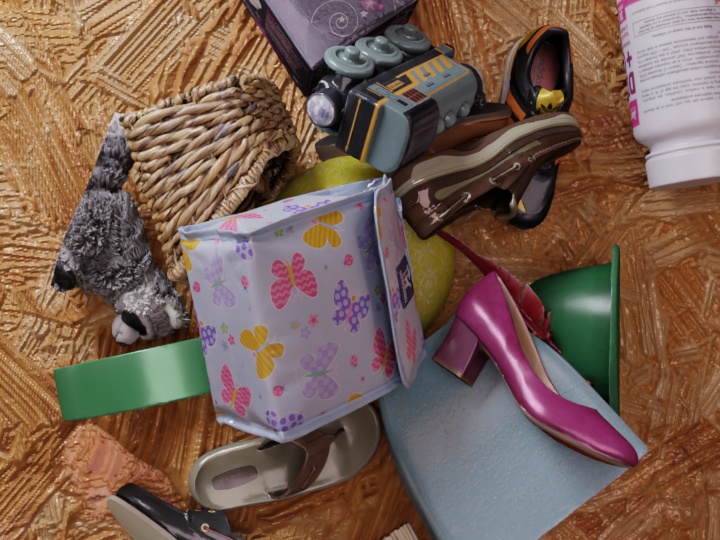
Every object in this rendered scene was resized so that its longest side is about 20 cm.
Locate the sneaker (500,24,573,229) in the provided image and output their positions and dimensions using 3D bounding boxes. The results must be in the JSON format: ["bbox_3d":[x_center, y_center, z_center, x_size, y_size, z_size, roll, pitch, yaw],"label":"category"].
[{"bbox_3d":[0.172,-0.145,1.053,0.069,0.090,0.204,7,86,-6],"label":"sneaker"}]

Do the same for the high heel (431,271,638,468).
[{"bbox_3d":[0.156,0.079,0.875,0.199,0.067,0.097,31,85,26],"label":"high heel"}]

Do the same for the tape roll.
[{"bbox_3d":[-0.171,0.090,0.950,0.197,0.200,0.049,-13,88,-6],"label":"tape roll"}]

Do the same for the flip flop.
[{"bbox_3d":[-0.071,0.183,1.027,0.197,0.058,0.082,-16,89,-6],"label":"flip flop"}]

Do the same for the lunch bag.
[{"bbox_3d":[-0.028,0.022,0.863,0.198,0.126,0.173,-18,104,-41],"label":"lunch bag"}]

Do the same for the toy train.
[{"bbox_3d":[0.036,-0.157,0.957,0.113,0.199,0.086,33,126,18],"label":"toy train"}]

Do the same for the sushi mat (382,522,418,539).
[{"bbox_3d":[0.057,0.361,1.055,0.095,0.012,0.202,-30,90,-7],"label":"sushi mat"}]

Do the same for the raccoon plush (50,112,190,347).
[{"bbox_3d":[-0.203,-0.030,0.993,0.132,0.097,0.203,20,103,-10],"label":"raccoon plush"}]

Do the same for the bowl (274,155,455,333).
[{"bbox_3d":[0.000,0.000,0.995,0.196,0.108,0.204,-1,103,-4],"label":"bowl"}]

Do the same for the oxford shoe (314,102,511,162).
[{"bbox_3d":[0.058,-0.121,1.056,0.197,0.071,0.072,-15,108,5],"label":"oxford shoe"}]

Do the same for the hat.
[{"bbox_3d":[0.165,0.050,1.036,0.173,0.166,0.204,0,98,14],"label":"hat"}]

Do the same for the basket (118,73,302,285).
[{"bbox_3d":[-0.115,-0.078,0.963,0.141,0.200,0.151,-20,88,-1],"label":"basket"}]

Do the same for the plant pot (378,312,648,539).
[{"bbox_3d":[0.114,0.153,0.989,0.195,0.197,0.201,-36,77,-6],"label":"plant pot"}]

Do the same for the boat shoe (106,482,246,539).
[{"bbox_3d":[-0.150,0.262,1.015,0.200,0.074,0.063,32,58,3],"label":"boat shoe"}]

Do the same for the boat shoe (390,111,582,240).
[{"bbox_3d":[0.124,-0.080,0.972,0.200,0.075,0.076,-22,76,-17],"label":"boat shoe"}]

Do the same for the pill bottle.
[{"bbox_3d":[0.324,-0.188,1.060,0.111,0.113,0.204,-7,88,-6],"label":"pill bottle"}]

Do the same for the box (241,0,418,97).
[{"bbox_3d":[-0.053,-0.296,1.024,0.131,0.115,0.201,-34,91,-7],"label":"box"}]
